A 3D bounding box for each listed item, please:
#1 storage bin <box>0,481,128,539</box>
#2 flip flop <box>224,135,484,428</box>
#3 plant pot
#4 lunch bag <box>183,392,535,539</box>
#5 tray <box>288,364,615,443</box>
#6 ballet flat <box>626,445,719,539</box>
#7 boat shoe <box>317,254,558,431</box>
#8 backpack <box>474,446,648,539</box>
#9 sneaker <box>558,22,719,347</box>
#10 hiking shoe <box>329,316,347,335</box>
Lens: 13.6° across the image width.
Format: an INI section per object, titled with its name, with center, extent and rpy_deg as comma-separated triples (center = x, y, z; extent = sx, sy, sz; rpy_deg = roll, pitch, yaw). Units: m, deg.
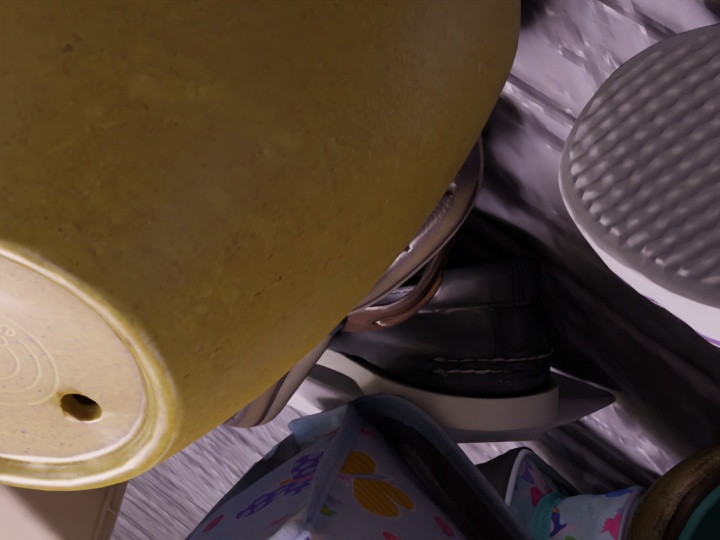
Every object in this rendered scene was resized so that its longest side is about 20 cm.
[storage bin]
center = -0.176, 0.001, 1.239
extent = 0.093, 0.199, 0.200
rpy_deg = -15, 133, 33
[flip flop]
center = -0.004, -0.008, 0.963
extent = 0.200, 0.057, 0.081
rpy_deg = 126, 135, -56
[plant pot]
center = -0.073, -0.031, 0.746
extent = 0.199, 0.142, 0.201
rpy_deg = 13, 143, 9
[lunch bag]
center = 0.014, 0.136, 0.977
extent = 0.170, 0.127, 0.200
rpy_deg = 51, -166, -3
[tray]
center = -0.001, 0.037, 1.130
extent = 0.107, 0.022, 0.200
rpy_deg = -1, -170, -29
[ballet flat]
center = 0.127, 0.105, 1.045
extent = 0.071, 0.071, 0.200
rpy_deg = 31, 166, 36
[boat shoe]
center = -0.002, 0.000, 1.054
extent = 0.074, 0.067, 0.199
rpy_deg = -6, -164, -30
[backpack]
center = 0.074, 0.178, 1.190
extent = 0.150, 0.178, 0.200
rpy_deg = -3, 148, 26
[sneaker]
center = 0.134, 0.017, 0.664
extent = 0.200, 0.073, 0.114
rpy_deg = 28, 167, 45
[hiking shoe]
center = -0.076, -0.010, 0.948
extent = 0.086, 0.075, 0.200
rpy_deg = -4, 178, -23
